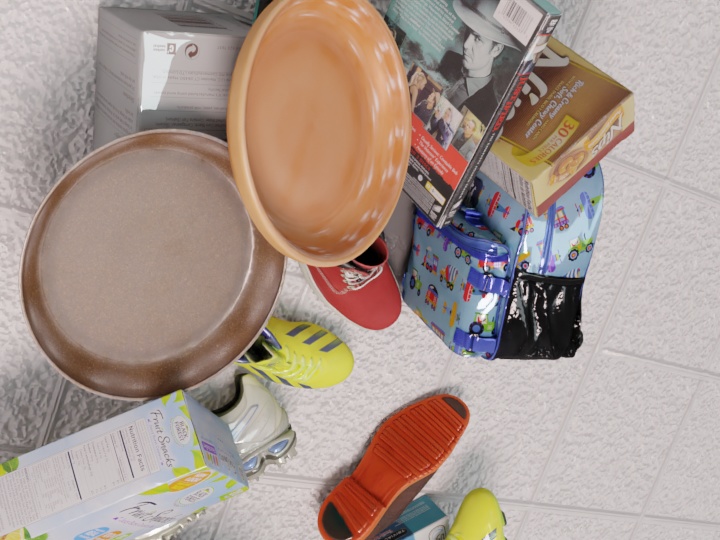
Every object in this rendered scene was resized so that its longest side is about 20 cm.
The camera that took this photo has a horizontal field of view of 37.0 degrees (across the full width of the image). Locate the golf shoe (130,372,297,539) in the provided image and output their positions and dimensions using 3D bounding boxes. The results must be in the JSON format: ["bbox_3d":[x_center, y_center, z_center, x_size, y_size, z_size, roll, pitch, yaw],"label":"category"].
[{"bbox_3d":[-0.158,0.170,0.970,0.199,0.078,0.098,-33,104,-18],"label":"golf shoe"}]

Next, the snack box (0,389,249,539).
[{"bbox_3d":[-0.201,0.174,0.849,0.198,0.068,0.169,-24,162,-1],"label":"snack box"}]

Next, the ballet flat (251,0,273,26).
[{"bbox_3d":[-0.051,-0.241,0.845,0.068,0.067,0.203,-56,152,-59],"label":"ballet flat"}]

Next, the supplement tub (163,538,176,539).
[{"bbox_3d":[-0.162,0.342,0.941,0.143,0.199,0.147,-12,113,-30],"label":"supplement tub"}]

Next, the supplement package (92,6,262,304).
[{"bbox_3d":[-0.137,-0.090,0.830,0.116,0.117,0.203,-3,112,-30],"label":"supplement package"}]

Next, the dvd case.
[{"bbox_3d":[0.064,-0.158,0.862,0.022,0.146,0.202,-13,140,-41],"label":"dvd case"}]

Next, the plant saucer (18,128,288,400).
[{"bbox_3d":[-0.146,-0.005,0.769,0.198,0.032,0.203,-12,115,-26],"label":"plant saucer"}]

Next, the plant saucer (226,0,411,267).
[{"bbox_3d":[-0.031,-0.105,0.785,0.199,0.037,0.204,-12,104,-52],"label":"plant saucer"}]

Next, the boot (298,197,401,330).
[{"bbox_3d":[0.000,0.000,0.934,0.072,0.144,0.201,-42,126,-9],"label":"boot"}]

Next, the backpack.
[{"bbox_3d":[0.130,-0.040,0.969,0.133,0.183,0.203,0,116,-23],"label":"backpack"}]

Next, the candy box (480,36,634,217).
[{"bbox_3d":[0.119,-0.150,0.907,0.115,0.200,0.055,-40,147,-9],"label":"candy box"}]

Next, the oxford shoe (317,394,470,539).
[{"bbox_3d":[0.035,0.208,1.104,0.200,0.071,0.073,-41,154,-13],"label":"oxford shoe"}]

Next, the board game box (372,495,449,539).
[{"bbox_3d":[0.034,0.365,1.168,0.149,0.047,0.203,-22,120,-21],"label":"board game box"}]

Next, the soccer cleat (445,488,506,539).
[{"bbox_3d":[0.090,0.320,1.106,0.083,0.065,0.203,11,104,-33],"label":"soccer cleat"}]

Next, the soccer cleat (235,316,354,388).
[{"bbox_3d":[-0.079,0.071,0.953,0.199,0.084,0.065,25,96,-36],"label":"soccer cleat"}]
